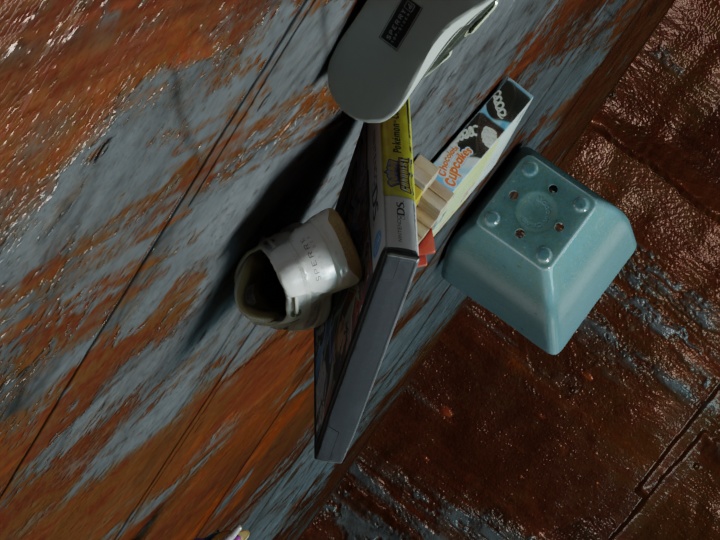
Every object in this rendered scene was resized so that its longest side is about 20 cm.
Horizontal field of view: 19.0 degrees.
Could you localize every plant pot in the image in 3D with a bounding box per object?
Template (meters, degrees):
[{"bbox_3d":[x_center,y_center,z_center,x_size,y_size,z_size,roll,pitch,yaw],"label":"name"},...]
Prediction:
[{"bbox_3d":[0.230,-0.045,2.787,0.196,0.196,0.200,-52,165,-11],"label":"plant pot"}]

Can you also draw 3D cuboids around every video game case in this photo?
[{"bbox_3d":[0.000,0.000,1.495,0.182,0.025,0.201,-92,-164,-47],"label":"video game case"}]

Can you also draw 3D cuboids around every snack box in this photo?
[{"bbox_3d":[0.092,-0.093,2.139,0.200,0.037,0.116,-49,172,-38],"label":"snack box"}]

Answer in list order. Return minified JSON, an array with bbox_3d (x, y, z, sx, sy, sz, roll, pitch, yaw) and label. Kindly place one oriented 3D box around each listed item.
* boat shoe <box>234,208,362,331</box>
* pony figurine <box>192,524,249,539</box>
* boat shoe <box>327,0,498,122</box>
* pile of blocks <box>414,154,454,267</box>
[{"bbox_3d":[-0.057,0.007,1.483,0.069,0.071,0.200,-24,172,-17],"label":"boat shoe"},{"bbox_3d":[-0.188,0.320,1.908,0.199,0.166,0.194,-25,147,-44],"label":"pony figurine"},{"bbox_3d":[0.048,-0.171,1.264,0.200,0.071,0.064,-48,178,41],"label":"boat shoe"},{"bbox_3d":[0.026,-0.009,1.987,0.201,0.062,0.082,-58,173,29],"label":"pile of blocks"}]
